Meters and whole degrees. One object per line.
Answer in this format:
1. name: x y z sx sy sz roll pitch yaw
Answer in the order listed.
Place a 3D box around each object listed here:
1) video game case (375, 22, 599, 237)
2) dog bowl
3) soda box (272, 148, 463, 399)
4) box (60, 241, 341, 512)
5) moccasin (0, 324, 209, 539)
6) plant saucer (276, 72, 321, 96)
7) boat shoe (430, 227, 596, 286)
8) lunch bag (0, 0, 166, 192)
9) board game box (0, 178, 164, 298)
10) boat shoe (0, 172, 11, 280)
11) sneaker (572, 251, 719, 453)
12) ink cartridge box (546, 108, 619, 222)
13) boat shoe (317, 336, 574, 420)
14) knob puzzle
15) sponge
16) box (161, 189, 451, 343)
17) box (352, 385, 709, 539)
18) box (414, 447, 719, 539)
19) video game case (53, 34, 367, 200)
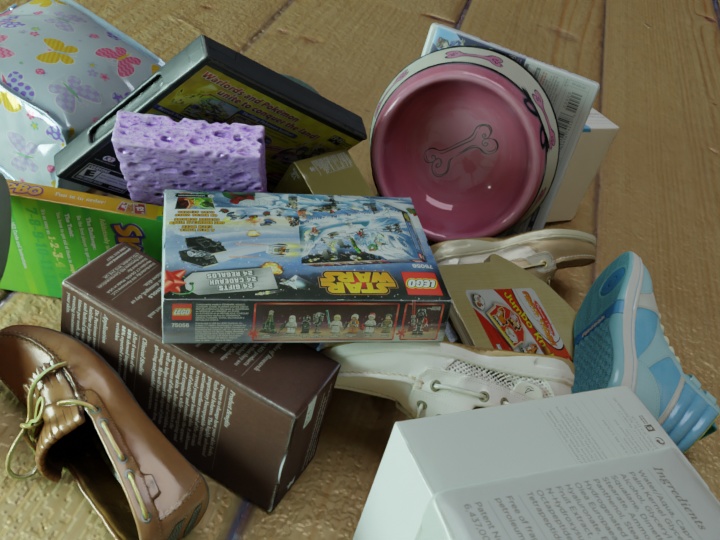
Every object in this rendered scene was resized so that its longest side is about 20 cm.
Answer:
1. video game case: 0.126 -0.128 0.930 0.179 0.203 0.023 21 22 6
2. dog bowl: 0.097 -0.116 0.889 0.197 0.203 0.074 22 21 6
3. soda box: 0.000 0.000 0.764 0.063 0.068 0.202 -19 73 -39
4. box: -0.121 0.073 0.652 0.198 0.101 0.075 29 38 15
5. moccasin: -0.192 0.112 0.604 0.201 0.074 0.077 45 35 18
6. plant saucer: -0.121 -0.109 0.828 0.197 0.201 0.039 -4 67 -26
7. boat shoe: 0.149 0.004 0.884 0.196 0.074 0.071 -7 75 -19
8. lunch bag: -0.310 -0.176 0.876 0.198 0.128 0.170 35 41 7
9. board game box: -0.235 -0.019 0.727 0.196 0.097 0.030 11 36 -9
10. boat shoe: -0.303 0.018 0.625 0.070 0.070 0.205 8 67 1
11. sneaker: 0.258 0.082 0.797 0.129 0.080 0.202 33 47 -9
12. ink cartridge box: 0.170 -0.164 1.044 0.127 0.127 0.200 -8 43 -40
13. boat shoe: 0.063 0.092 0.659 0.196 0.071 0.071 6 74 -4
14. knob puzzle: 0.155 0.077 0.791 0.217 0.030 0.222 28 40 -25
15. sponge: -0.131 -0.059 0.738 0.109 0.201 0.030 4 67 -3
16. box: -0.045 -0.005 0.652 0.196 0.040 0.138 1 35 -12
17. box: 0.111 0.166 0.608 0.196 0.126 0.098 -4 40 -27
18. box: 0.116 0.237 0.455 0.168 0.201 0.201 -2 40 -25
19. video game case: -0.120 -0.105 0.750 0.199 0.179 0.026 16 52 -52
